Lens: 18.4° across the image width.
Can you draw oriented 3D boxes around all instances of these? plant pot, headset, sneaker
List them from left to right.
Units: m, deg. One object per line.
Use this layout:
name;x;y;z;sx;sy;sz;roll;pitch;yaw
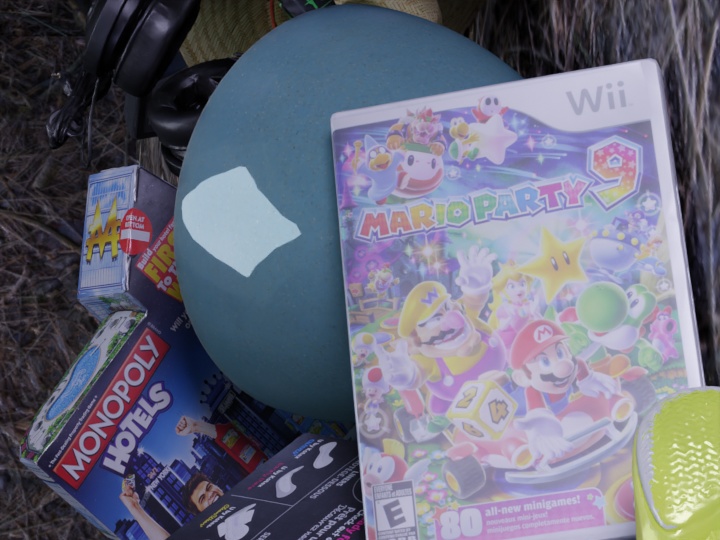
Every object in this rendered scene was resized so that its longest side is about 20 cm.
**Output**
headset;-0.088;-0.108;1.126;0.200;0.124;0.094;-23;26;38
plant pot;0.033;-0.018;1.026;0.135;0.199;0.201;14;107;49
sneaker;0.130;0.145;0.779;0.105;0.075;0.201;85;-172;-54

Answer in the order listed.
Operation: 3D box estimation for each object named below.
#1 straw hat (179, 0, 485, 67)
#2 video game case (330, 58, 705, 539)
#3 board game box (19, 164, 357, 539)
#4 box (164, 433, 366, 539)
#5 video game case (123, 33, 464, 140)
straw hat;0.000;-0.129;1.145;0.202;0.200;0.085;99;153;-44
video game case;0.065;0.018;0.912;0.018;0.143;0.201;53;-150;-67
board game box;-0.089;0.052;1.156;0.062;0.200;0.200;-8;42;57
box;0.000;0.194;0.981;0.114;0.132;0.201;4;119;43
video game case;-0.029;-0.144;1.241;0.181;0.199;0.026;108;147;-61
